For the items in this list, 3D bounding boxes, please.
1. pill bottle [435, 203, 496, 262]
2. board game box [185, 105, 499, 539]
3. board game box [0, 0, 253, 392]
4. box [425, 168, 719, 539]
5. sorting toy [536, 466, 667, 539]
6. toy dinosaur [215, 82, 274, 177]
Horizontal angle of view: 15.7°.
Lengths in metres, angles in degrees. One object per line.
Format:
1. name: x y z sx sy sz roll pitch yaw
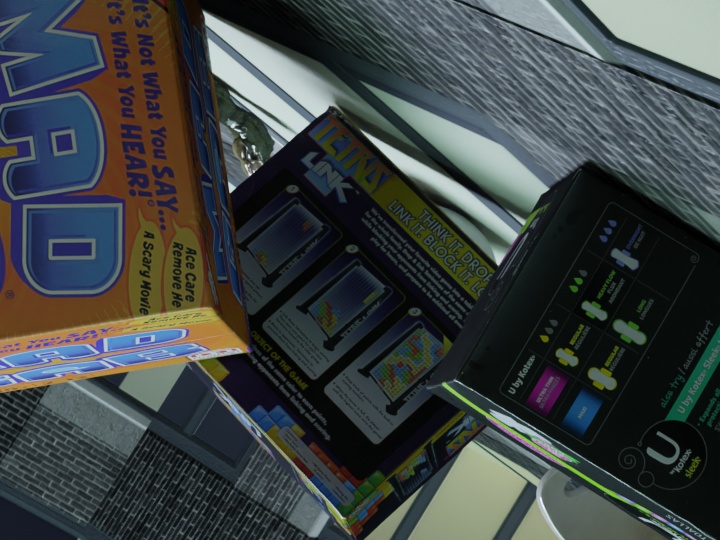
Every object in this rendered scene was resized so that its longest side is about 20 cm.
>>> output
1. pill bottle: 0.000 0.000 1.716 0.116 0.117 0.200 34 174 -26
2. board game box: -0.009 0.029 1.505 0.200 0.165 0.057 46 170 23
3. board game box: -0.178 -0.048 1.398 0.199 0.201 0.200 -9 171 3
4. box: 0.151 0.057 1.295 0.200 0.125 0.149 31 175 -1
5. sorting toy: 0.224 0.168 1.815 0.180 0.200 0.107 39 -155 -18
6. toy dinosaur: -0.141 -0.128 1.748 0.200 0.048 0.088 35 160 -26
